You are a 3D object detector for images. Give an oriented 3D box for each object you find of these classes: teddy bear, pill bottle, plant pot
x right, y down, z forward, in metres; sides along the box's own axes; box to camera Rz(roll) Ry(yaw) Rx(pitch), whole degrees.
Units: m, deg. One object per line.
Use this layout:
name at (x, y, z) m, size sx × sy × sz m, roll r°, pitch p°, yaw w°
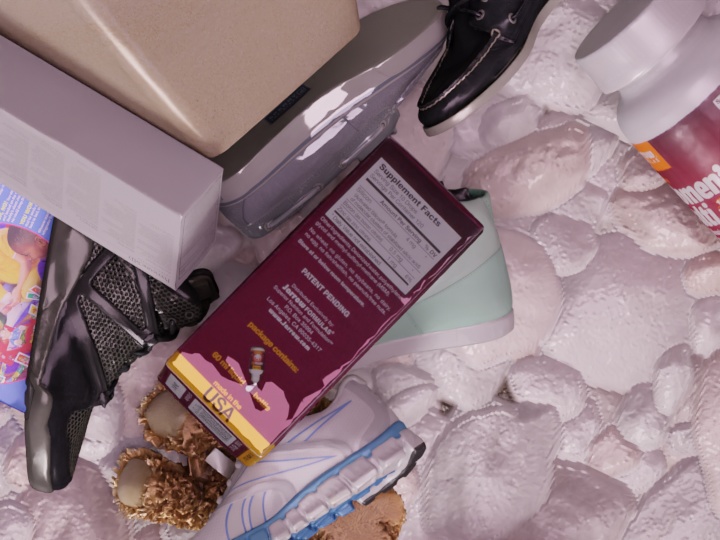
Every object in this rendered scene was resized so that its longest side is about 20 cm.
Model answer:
teddy bear at (-0.068, 0.147, 1.770) m, size 0.199 × 0.067 × 0.146 m, roll 7°, pitch 87°, yaw -2°
pill bottle at (0.241, -0.099, 1.753) m, size 0.110 × 0.110 × 0.200 m, roll -44°, pitch 100°, yaw -1°
plant pot at (-0.120, -0.179, 1.637) m, size 0.200 × 0.200 × 0.177 m, roll -42°, pitch 113°, yaw -22°

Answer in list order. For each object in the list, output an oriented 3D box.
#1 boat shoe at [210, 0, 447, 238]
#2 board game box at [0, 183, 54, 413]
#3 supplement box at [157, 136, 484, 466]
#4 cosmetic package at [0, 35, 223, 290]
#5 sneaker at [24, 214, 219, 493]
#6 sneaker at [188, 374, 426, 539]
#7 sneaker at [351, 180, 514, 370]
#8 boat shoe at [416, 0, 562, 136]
boat shoe at (-0.015, -0.099, 1.746) m, size 0.201 × 0.070 × 0.072 m, roll -40°, pitch 124°, yaw -6°
board game box at (-0.223, -0.020, 1.730) m, size 0.134 × 0.045 × 0.201 m, roll 25°, pitch 93°, yaw -11°
supplement box at (-0.027, 0.021, 1.648) m, size 0.086 × 0.110 × 0.200 m, roll 44°, pitch 80°, yaw -1°
cosmetic package at (-0.180, -0.075, 1.628) m, size 0.200 × 0.083 × 0.051 m, roll 31°, pitch 56°, yaw 13°
sneaker at (-0.154, 0.050, 1.687) m, size 0.114 × 0.076 × 0.200 m, roll 12°, pitch 90°, yaw -4°
sneaker at (-0.061, 0.140, 1.711) m, size 0.200 × 0.075 × 0.087 m, roll -33°, pitch 73°, yaw -8°
sneaker at (0.000, 0.000, 1.748) m, size 0.200 × 0.074 × 0.119 m, roll -12°, pitch 105°, yaw -16°
boat shoe at (0.085, -0.172, 1.711) m, size 0.066 × 0.074 × 0.200 m, roll 48°, pitch 65°, yaw -19°
